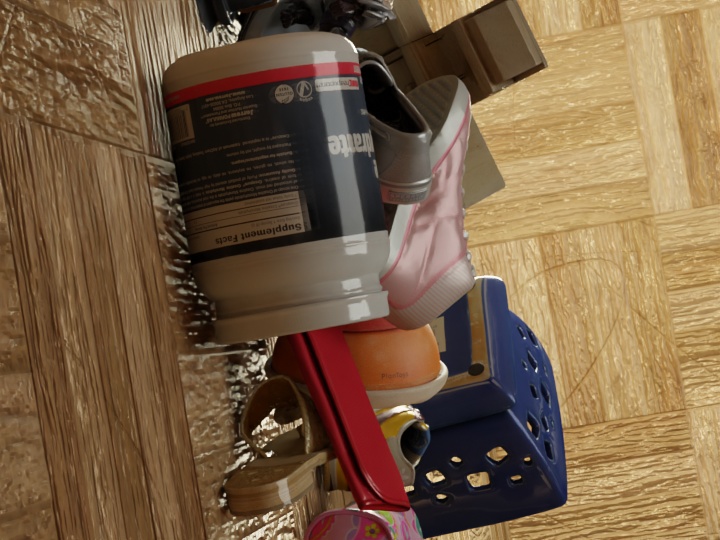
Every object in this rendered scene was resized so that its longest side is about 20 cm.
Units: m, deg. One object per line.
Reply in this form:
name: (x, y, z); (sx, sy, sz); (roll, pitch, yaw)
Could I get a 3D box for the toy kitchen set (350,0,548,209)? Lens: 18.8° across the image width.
toy kitchen set: (0.044, -0.141, 1.791); (0.180, 0.163, 0.200); (-29, 93, -55)

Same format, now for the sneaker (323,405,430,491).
sneaker: (0.021, 0.140, 1.957); (0.200, 0.090, 0.075); (-74, 167, -59)

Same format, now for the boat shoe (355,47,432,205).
boat shoe: (0.001, -0.126, 1.601); (0.200, 0.072, 0.069); (-115, -150, -52)

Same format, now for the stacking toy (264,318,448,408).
stacking toy: (0.000, 0.000, 1.701); (0.146, 0.146, 0.201); (-67, 160, -76)

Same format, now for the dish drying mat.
dish drying mat: (-0.016, 0.083, 1.596); (0.077, 0.018, 0.200); (15, 48, -62)

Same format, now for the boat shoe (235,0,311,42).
boat shoe: (-0.074, -0.228, 1.867); (0.200, 0.066, 0.070); (-62, 149, -48)

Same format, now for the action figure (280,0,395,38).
action figure: (-0.027, -0.185, 1.752); (0.200, 0.069, 0.130); (-63, -161, -11)

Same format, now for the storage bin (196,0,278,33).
storage bin: (-0.066, -0.287, 1.756); (0.200, 0.134, 0.146); (-87, 166, -54)

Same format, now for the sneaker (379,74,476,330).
sneaker: (0.049, -0.045, 1.645); (0.105, 0.075, 0.201); (45, 54, -35)

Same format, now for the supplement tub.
supplement tub: (-0.056, -0.057, 1.510); (0.140, 0.140, 0.201); (-8, 88, -82)

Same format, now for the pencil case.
pencil case: (0.005, 0.233, 1.807); (0.200, 0.087, 0.088); (27, 54, -82)

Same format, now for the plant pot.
plant pot: (0.082, 0.128, 2.136); (0.200, 0.200, 0.180); (-91, 162, -45)

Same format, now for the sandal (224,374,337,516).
sandal: (-0.054, 0.112, 1.571); (0.212, 0.077, 0.070); (-45, 124, -73)
